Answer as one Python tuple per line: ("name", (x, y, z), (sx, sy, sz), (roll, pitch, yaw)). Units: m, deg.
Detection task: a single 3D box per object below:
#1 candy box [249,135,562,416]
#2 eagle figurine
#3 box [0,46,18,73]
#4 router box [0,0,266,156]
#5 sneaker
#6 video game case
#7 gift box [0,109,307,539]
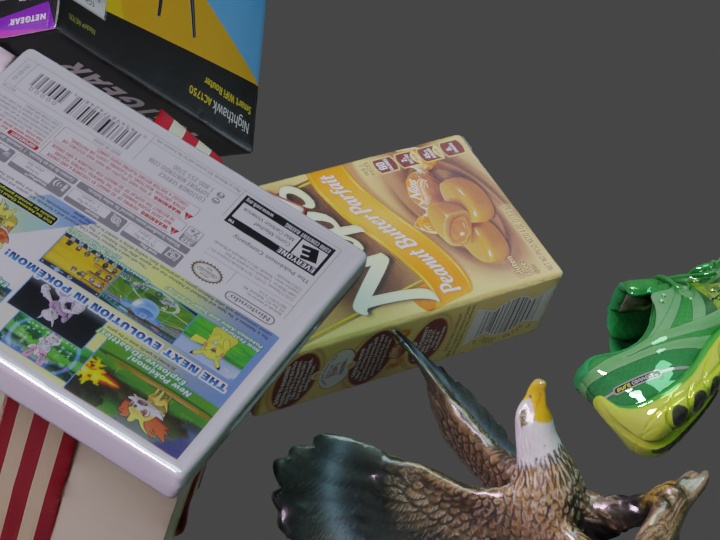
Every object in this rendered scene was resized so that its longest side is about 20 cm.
("candy box", (0.000, 0.000, 1.659), (0.199, 0.055, 0.116), (-15, 55, -33))
("eagle figurine", (0.076, 0.119, 1.544), (0.199, 0.152, 0.152), (11, -5, 29))
("box", (-0.268, -0.160, 1.673), (0.199, 0.107, 0.153), (26, 44, 4))
("router box", (-0.124, -0.164, 1.654), (0.200, 0.051, 0.150), (30, 59, -55))
("sneaker", (0.189, 0.023, 1.698), (0.083, 0.074, 0.200), (36, 46, 9))
("video game case", (-0.122, -0.004, 1.371), (0.199, 0.022, 0.182), (32, 44, 9))
("gift box", (-0.152, 0.033, 1.474), (0.199, 0.187, 0.185), (20, 43, -3))
